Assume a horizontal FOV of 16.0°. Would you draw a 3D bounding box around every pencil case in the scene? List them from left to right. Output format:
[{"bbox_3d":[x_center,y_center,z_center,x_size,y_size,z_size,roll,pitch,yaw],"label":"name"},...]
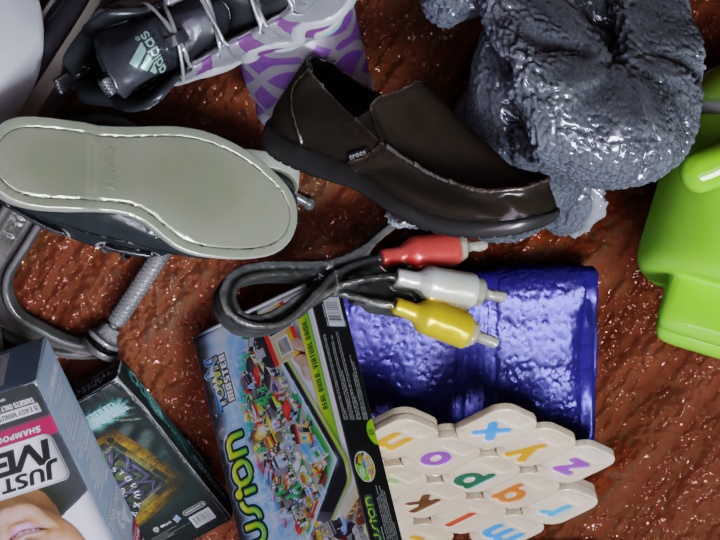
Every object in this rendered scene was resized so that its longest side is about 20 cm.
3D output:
[{"bbox_3d":[-0.046,-0.187,1.585,0.083,0.085,0.201,6,120,32],"label":"pencil case"}]

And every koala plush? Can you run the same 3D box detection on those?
[{"bbox_3d":[0.108,-0.088,1.606,0.176,0.185,0.200,1,144,-29],"label":"koala plush"}]

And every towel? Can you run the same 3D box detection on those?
[{"bbox_3d":[0.061,0.065,1.730,0.198,0.050,0.149,-1,108,-5],"label":"towel"}]

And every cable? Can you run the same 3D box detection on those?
[{"bbox_3d":[0.000,0.000,1.630,0.199,0.098,0.050,5,157,-32],"label":"cable"}]

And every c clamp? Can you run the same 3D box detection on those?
[{"bbox_3d":[-0.155,-0.015,1.676,0.170,0.027,0.200,35,106,-20],"label":"c clamp"}]

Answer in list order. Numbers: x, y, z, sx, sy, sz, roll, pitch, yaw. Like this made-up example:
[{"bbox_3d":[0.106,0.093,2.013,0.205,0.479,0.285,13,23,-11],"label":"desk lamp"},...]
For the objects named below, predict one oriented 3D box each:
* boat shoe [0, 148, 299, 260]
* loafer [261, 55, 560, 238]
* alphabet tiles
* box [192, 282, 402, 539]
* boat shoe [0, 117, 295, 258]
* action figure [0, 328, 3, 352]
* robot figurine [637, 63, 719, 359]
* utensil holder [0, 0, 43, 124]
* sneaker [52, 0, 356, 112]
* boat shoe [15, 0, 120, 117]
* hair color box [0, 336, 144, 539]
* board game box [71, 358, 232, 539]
[{"bbox_3d":[-0.137,-0.038,1.613,0.198,0.067,0.075,5,153,-11],"label":"boat shoe"},{"bbox_3d":[0.029,-0.075,1.514,0.199,0.073,0.072,21,111,25],"label":"loafer"},{"bbox_3d":[0.063,0.140,1.720,0.199,0.015,0.195,25,138,-39],"label":"alphabet tiles"},{"bbox_3d":[-0.039,0.120,1.658,0.110,0.201,0.035,-25,163,37],"label":"box"},{"bbox_3d":[-0.138,-0.046,1.540,0.198,0.066,0.075,6,80,-25],"label":"boat shoe"},{"bbox_3d":[-0.341,0.025,1.656,0.198,0.055,0.119,-9,114,9],"label":"action figure"},{"bbox_3d":[0.246,-0.046,1.634,0.115,0.176,0.201,16,81,9],"label":"robot figurine"},{"bbox_3d":[-0.296,-0.124,1.490,0.169,0.200,0.171,5,106,18],"label":"utensil holder"},{"bbox_3d":[-0.099,-0.137,1.496,0.199,0.140,0.078,-22,99,43],"label":"sneaker"},{"bbox_3d":[-0.177,-0.176,1.576,0.063,0.073,0.201,36,110,5],"label":"boat shoe"},{"bbox_3d":[-0.214,0.153,1.683,0.098,0.061,0.201,-18,118,9],"label":"hair color box"},{"bbox_3d":[-0.204,0.160,1.738,0.199,0.028,0.136,-29,114,15],"label":"board game box"}]
